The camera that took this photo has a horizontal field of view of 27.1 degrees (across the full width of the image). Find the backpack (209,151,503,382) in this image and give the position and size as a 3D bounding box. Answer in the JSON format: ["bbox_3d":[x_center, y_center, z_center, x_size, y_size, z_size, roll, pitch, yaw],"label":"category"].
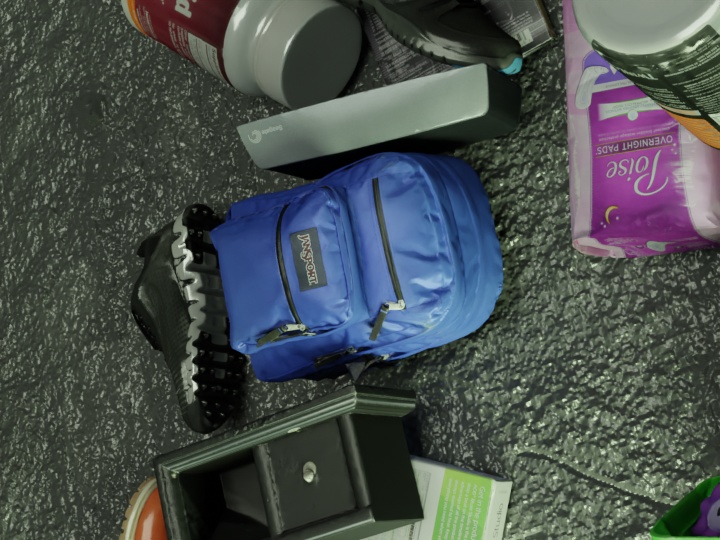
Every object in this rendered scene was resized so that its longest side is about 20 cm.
[{"bbox_3d":[0.000,0.000,1.143,0.199,0.168,0.163,-15,87,28],"label":"backpack"}]

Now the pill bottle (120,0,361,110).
[{"bbox_3d":[-0.102,-0.217,1.268,0.200,0.114,0.115,32,100,32],"label":"pill bottle"}]

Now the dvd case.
[{"bbox_3d":[0.059,-0.242,1.210,0.148,0.016,0.201,-27,79,29],"label":"dvd case"}]

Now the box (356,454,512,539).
[{"bbox_3d":[0.015,0.214,1.178,0.199,0.036,0.145,10,89,35],"label":"box"}]

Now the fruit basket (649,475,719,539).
[{"bbox_3d":[0.298,0.136,0.953,0.215,0.155,0.217,7,104,30],"label":"fruit basket"}]

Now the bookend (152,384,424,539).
[{"bbox_3d":[-0.040,0.213,1.137,0.198,0.092,0.201,-21,72,28],"label":"bookend"}]

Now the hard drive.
[{"bbox_3d":[0.020,-0.111,1.152,0.199,0.135,0.043,-12,84,18],"label":"hard drive"}]

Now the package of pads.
[{"bbox_3d":[0.210,-0.113,1.078,0.120,0.076,0.201,-7,79,34],"label":"package of pads"}]

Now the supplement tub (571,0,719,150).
[{"bbox_3d":[0.227,-0.147,0.924,0.122,0.200,0.123,-15,65,34],"label":"supplement tub"}]

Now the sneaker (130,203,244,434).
[{"bbox_3d":[-0.156,0.048,1.296,0.090,0.066,0.201,-19,69,32],"label":"sneaker"}]

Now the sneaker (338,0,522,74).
[{"bbox_3d":[0.049,-0.219,1.165,0.200,0.073,0.082,35,109,25],"label":"sneaker"}]

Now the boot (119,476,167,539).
[{"bbox_3d":[-0.143,0.273,1.252,0.107,0.075,0.201,-4,89,29],"label":"boot"}]
